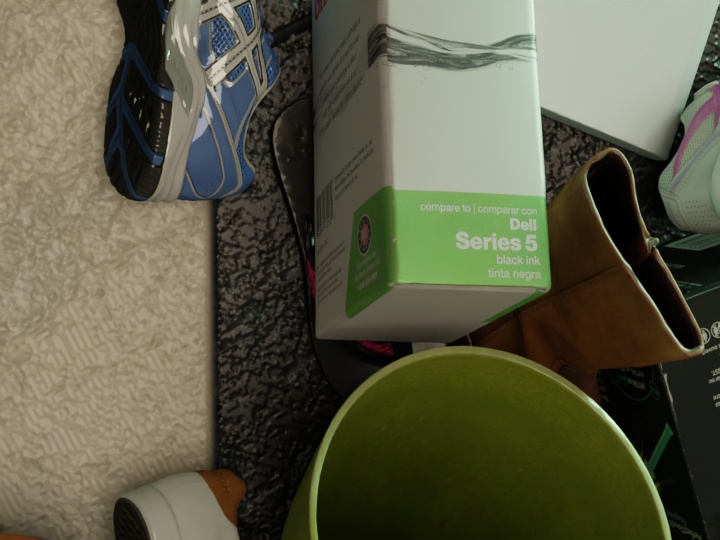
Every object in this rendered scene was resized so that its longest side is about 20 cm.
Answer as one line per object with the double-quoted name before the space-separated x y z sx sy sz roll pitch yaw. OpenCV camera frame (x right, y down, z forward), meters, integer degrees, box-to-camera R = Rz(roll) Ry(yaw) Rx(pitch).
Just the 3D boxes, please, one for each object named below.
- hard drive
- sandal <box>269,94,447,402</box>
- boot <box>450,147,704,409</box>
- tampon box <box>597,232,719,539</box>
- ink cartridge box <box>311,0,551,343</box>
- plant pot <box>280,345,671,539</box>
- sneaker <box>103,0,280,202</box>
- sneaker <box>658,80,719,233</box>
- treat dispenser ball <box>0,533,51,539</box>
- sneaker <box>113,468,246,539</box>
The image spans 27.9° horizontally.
"hard drive" 0.153 -0.183 0.852 0.131 0.025 0.202 19 88 -16
"sandal" 0.000 0.000 0.811 0.074 0.045 0.202 -22 99 -15
"boot" 0.126 0.051 0.752 0.068 0.200 0.190 -15 82 -23
"tampon box" 0.210 0.091 0.823 0.125 0.150 0.202 -19 99 -12
"ink cartridge box" 0.029 -0.075 0.738 0.083 0.145 0.202 2 77 -15
"plant pot" 0.029 0.166 0.740 0.185 0.200 0.189 11 59 -18
"sneaker" -0.084 -0.134 0.774 0.076 0.075 0.202 9 92 -39
"sneaker" 0.236 -0.091 0.851 0.200 0.088 0.082 -43 112 -35
"treat dispenser ball" -0.178 0.229 0.696 0.199 0.201 0.203 -1 94 -15
"sneaker" -0.075 0.205 0.792 0.084 0.073 0.202 -17 110 -35
